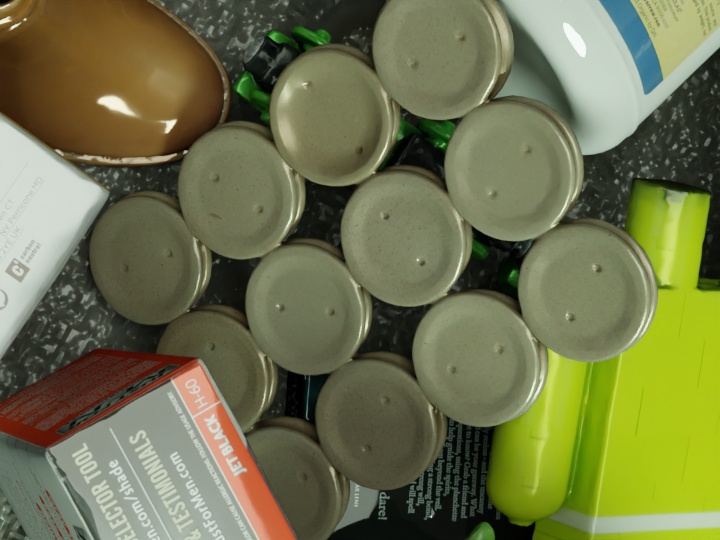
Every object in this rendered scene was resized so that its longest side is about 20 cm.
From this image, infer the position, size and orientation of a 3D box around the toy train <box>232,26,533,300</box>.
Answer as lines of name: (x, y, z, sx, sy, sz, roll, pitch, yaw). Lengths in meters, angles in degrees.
toy train: (0.034, -0.029, 0.999, 0.200, 0.056, 0.042, 35, 83, -15)

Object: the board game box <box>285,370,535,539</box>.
board game box: (0.032, 0.138, 1.013, 0.135, 0.028, 0.201, 5, 88, -16)

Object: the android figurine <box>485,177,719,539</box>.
android figurine: (0.122, 0.066, 0.995, 0.182, 0.041, 0.201, 0, 102, -42)

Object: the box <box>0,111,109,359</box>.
box: (-0.203, -0.043, 0.900, 0.200, 0.124, 0.098, 36, 81, -13)

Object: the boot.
boot: (-0.125, -0.093, 0.905, 0.199, 0.155, 0.074, 22, 84, -14)

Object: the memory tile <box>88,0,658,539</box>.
memory tile: (0.000, 0.000, 0.940, 0.200, 0.017, 0.154, -34, 87, 29)

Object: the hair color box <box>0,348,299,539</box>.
hair color box: (-0.077, 0.085, 0.894, 0.061, 0.200, 0.102, -29, 98, -13)

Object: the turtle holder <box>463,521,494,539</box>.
turtle holder: (0.043, 0.198, 0.918, 0.132, 0.141, 0.186, 36, 92, 2)

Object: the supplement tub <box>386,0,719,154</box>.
supplement tub: (0.108, -0.158, 0.976, 0.200, 0.145, 0.145, -44, 100, -12)
